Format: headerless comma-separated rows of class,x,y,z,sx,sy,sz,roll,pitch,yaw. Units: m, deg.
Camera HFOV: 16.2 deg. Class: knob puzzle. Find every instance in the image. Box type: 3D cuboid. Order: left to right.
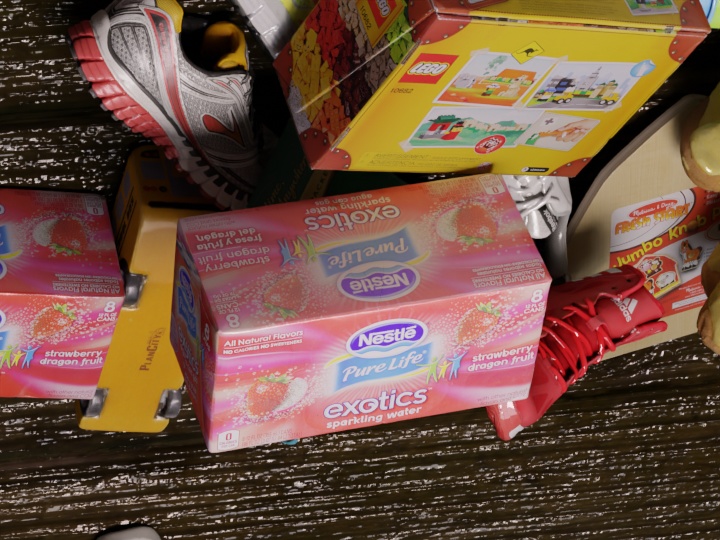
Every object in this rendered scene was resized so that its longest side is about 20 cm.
knob puzzle,0.219,-0.040,1.731,0.218,0.031,0.221,-14,130,-18

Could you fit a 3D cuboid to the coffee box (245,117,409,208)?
coffee box,0.000,0.000,1.597,0.200,0.044,0.124,34,81,-46

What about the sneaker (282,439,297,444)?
sneaker,-0.017,0.052,1.683,0.198,0.131,0.080,-15,138,-2

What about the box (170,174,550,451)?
box,-0.002,0.022,1.457,0.198,0.095,0.103,-8,136,-17

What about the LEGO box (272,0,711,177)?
LEGO box,0.074,-0.127,1.448,0.199,0.078,0.149,0,147,-35

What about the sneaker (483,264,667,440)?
sneaker,0.130,0.037,1.596,0.115,0.200,0.079,-24,102,13

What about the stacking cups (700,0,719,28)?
stacking cups,0.192,-0.171,1.562,0.198,0.061,0.061,-2,137,-13

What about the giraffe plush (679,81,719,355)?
giraffe plush,0.271,-0.060,1.630,0.199,0.173,0.162,-30,114,32

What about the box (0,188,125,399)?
box,-0.258,0.013,1.588,0.198,0.096,0.100,3,135,-21

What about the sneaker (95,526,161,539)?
sneaker,-0.161,0.283,1.926,0.074,0.085,0.201,-16,139,0

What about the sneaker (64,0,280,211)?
sneaker,-0.088,-0.101,1.533,0.082,0.078,0.200,-36,138,13

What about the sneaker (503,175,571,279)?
sneaker,0.106,-0.073,1.626,0.075,0.081,0.201,-15,138,1

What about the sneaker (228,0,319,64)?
sneaker,-0.024,-0.158,1.496,0.090,0.078,0.200,-37,146,-1

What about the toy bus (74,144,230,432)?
toy bus,-0.139,0.018,1.645,0.065,0.079,0.201,2,136,-21
